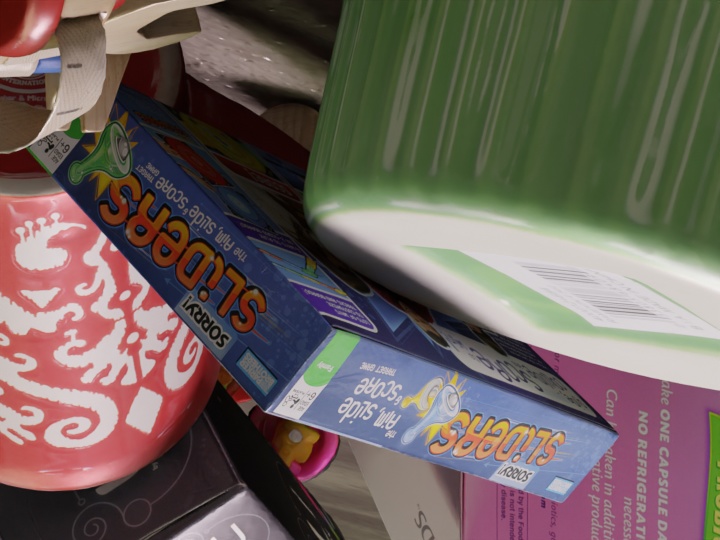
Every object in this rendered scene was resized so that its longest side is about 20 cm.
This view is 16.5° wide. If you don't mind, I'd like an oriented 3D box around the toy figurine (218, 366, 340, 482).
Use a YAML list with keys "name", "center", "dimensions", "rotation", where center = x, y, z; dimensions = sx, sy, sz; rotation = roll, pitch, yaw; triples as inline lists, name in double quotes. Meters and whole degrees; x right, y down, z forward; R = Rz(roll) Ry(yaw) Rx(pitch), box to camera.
- name: "toy figurine"
  center: [-0.105, 0.101, 1.223]
  dimensions: [0.200, 0.184, 0.150]
  rotation: [31, -177, 9]

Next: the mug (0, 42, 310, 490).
- name: "mug"
  center: [-0.101, -0.031, 0.938]
  dimensions: [0.133, 0.177, 0.200]
  rotation: [53, 161, 24]

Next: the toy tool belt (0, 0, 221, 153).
- name: "toy tool belt"
  center: [-0.103, -0.098, 0.720]
  dimensions: [0.123, 0.125, 0.200]
  rotation: [-15, -164, -40]

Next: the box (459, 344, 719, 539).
- name: "box"
  center: [0.169, 0.066, 0.958]
  dimensions: [0.200, 0.097, 0.176]
  rotation: [6, -172, 42]

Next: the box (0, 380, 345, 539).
- name: "box"
  center: [-0.072, 0.128, 1.088]
  dimensions: [0.122, 0.106, 0.200]
  rotation: [58, -178, 41]

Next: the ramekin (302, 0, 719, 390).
- name: "ramekin"
  center: [0.079, -0.034, 0.748]
  dimensions: [0.200, 0.098, 0.200]
  rotation: [16, 169, 3]

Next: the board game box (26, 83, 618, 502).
- name: "board game box"
  center: [-0.007, 0.009, 0.831]
  dimensions: [0.135, 0.034, 0.200]
  rotation: [45, -168, 32]

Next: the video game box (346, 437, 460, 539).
- name: "video game box"
  center: [0.098, 0.119, 1.052]
  dimensions: [0.182, 0.200, 0.047]
  rotation: [5, 135, -36]

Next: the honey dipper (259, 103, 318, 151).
- name: "honey dipper"
  center: [0.000, 0.000, 1.064]
  dimensions: [0.038, 0.038, 0.200]
  rotation: [11, 153, 27]
